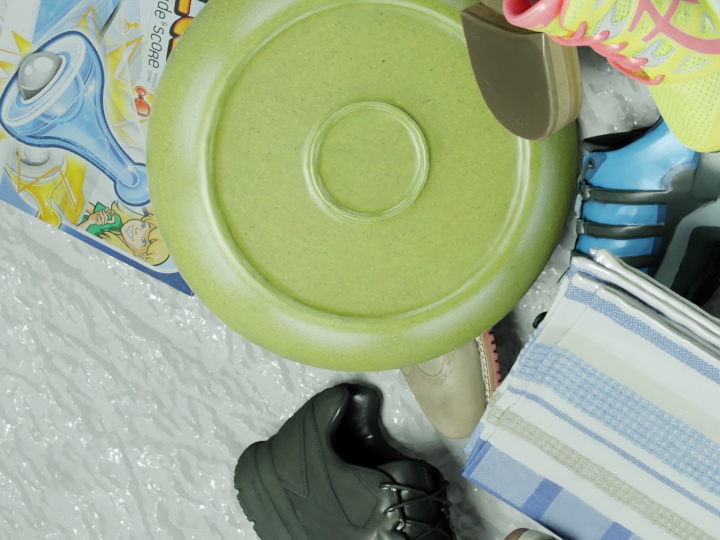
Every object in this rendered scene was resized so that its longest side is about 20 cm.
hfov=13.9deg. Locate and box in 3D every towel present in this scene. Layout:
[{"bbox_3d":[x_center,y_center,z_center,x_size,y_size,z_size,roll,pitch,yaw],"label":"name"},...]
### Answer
[{"bbox_3d":[0.130,0.076,1.305,0.147,0.024,0.200,32,147,4],"label":"towel"}]

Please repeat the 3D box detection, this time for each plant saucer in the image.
[{"bbox_3d":[0.003,-0.051,1.333,0.199,0.031,0.201,-1,97,-5],"label":"plant saucer"}]

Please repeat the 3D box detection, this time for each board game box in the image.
[{"bbox_3d":[-0.110,-0.102,1.435,0.135,0.034,0.201,26,124,15],"label":"board game box"}]

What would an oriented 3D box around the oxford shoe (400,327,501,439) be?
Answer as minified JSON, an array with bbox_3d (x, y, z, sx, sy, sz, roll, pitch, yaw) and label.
[{"bbox_3d":[0.000,0.000,1.393,0.070,0.075,0.201,-17,103,58],"label":"oxford shoe"}]

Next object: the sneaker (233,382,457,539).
[{"bbox_3d":[0.015,0.142,1.441,0.091,0.076,0.200,-48,64,28],"label":"sneaker"}]

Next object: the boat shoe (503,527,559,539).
[{"bbox_3d":[0.116,0.194,1.414,0.075,0.075,0.203,14,150,29],"label":"boat shoe"}]

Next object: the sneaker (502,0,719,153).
[{"bbox_3d":[0.099,-0.117,1.205,0.078,0.090,0.200,32,158,53],"label":"sneaker"}]

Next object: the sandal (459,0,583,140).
[{"bbox_3d":[0.079,-0.162,1.265,0.078,0.070,0.212,27,138,42],"label":"sandal"}]

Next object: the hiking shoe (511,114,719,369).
[{"bbox_3d":[0.127,-0.021,1.336,0.087,0.074,0.200,47,118,11],"label":"hiking shoe"}]
